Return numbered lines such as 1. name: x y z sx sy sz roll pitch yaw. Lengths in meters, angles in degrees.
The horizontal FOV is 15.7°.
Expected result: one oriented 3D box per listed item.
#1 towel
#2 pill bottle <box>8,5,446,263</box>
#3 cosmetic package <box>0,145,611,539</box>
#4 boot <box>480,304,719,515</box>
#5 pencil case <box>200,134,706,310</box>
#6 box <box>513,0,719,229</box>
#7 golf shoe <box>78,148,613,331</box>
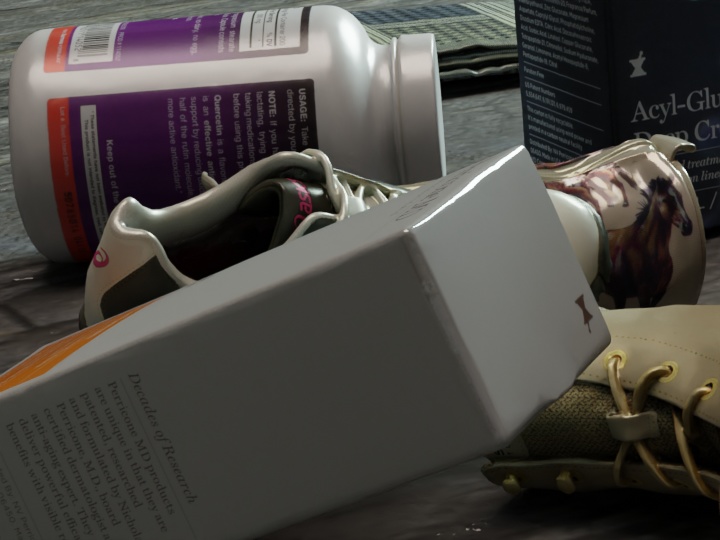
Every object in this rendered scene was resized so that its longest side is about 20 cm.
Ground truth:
1. towel: 0.043 -0.138 1.633 0.192 0.035 0.200 -6 13 -12
2. pill bottle: -0.061 -0.065 1.236 0.199 0.113 0.113 -4 15 4
3. cosmetic package: -0.035 0.038 0.806 0.199 0.072 0.101 -22 7 28
4. boot: 0.099 0.051 0.825 0.155 0.073 0.200 2 14 23
5. pencil case: 0.036 -0.004 1.019 0.199 0.090 0.078 -9 29 -12
6. box: 0.157 -0.128 1.215 0.148 0.201 0.107 -11 16 -19
7. golf shoe: 0.000 0.000 0.916 0.199 0.088 0.077 -14 49 -17
